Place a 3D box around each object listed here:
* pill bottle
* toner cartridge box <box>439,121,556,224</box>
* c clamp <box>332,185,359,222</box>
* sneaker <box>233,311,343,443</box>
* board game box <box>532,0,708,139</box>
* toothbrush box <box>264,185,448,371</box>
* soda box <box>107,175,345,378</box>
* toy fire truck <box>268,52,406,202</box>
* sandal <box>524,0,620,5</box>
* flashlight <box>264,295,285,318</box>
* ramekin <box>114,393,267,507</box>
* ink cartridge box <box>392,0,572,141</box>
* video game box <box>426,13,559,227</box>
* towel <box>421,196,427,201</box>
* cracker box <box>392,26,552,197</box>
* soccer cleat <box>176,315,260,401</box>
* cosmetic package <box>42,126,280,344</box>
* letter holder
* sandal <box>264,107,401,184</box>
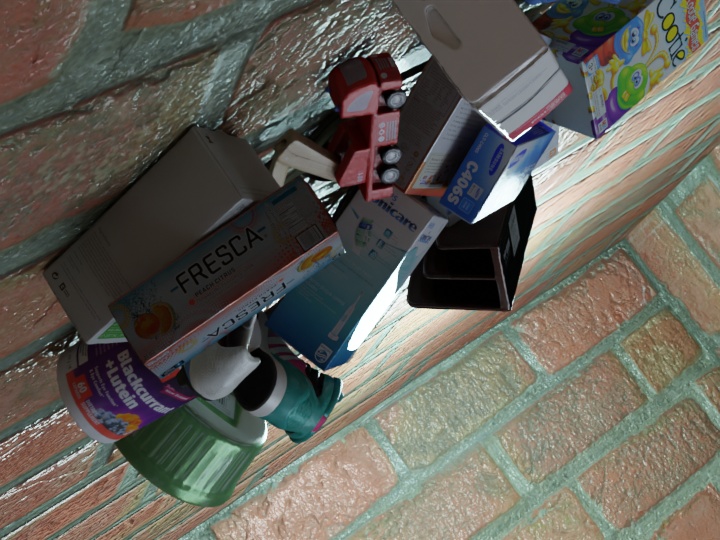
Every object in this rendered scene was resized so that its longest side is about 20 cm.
[{"bbox_3d":[-0.206,0.089,1.374,0.199,0.112,0.111,-29,171,15],"label":"pill bottle"},{"bbox_3d":[0.150,-0.113,1.416,0.096,0.043,0.200,-61,168,19],"label":"toner cartridge box"},{"bbox_3d":[0.000,-0.092,1.474,0.172,0.027,0.200,-63,-178,-13],"label":"c clamp"},{"bbox_3d":[-0.079,0.114,1.415,0.084,0.120,0.200,-48,-152,10],"label":"sneaker"},{"bbox_3d":[0.277,-0.253,1.453,0.200,0.103,0.106,-41,133,-22],"label":"board game box"},{"bbox_3d":[0.000,0.000,1.420,0.201,0.085,0.146,-54,172,7],"label":"toothbrush box"},{"bbox_3d":[-0.111,0.006,1.129,0.199,0.064,0.068,-34,164,-5],"label":"soda box"},{"bbox_3d":[-0.034,-0.108,1.259,0.139,0.049,0.201,-12,136,-15],"label":"toy fire truck"},{"bbox_3d":[0.240,-0.306,1.337,0.199,0.088,0.080,-28,167,-33],"label":"sandal"},{"bbox_3d":[-0.096,0.052,1.538,0.200,0.068,0.068,-40,165,-16],"label":"flashlight"},{"bbox_3d":[-0.208,0.182,1.625,0.098,0.200,0.200,-48,166,15],"label":"ramekin"},{"bbox_3d":[0.106,-0.205,1.168,0.085,0.146,0.200,-38,169,12],"label":"ink cartridge box"},{"bbox_3d":[0.153,-0.170,1.528,0.181,0.047,0.201,-36,145,-21],"label":"video game box"},{"bbox_3d":[0.029,-0.036,1.649,0.166,0.085,0.200,-54,178,-33],"label":"towel"},{"bbox_3d":[0.103,-0.174,1.357,0.201,0.058,0.134,-58,158,15],"label":"cracker box"},{"bbox_3d":[-0.135,0.030,1.255,0.086,0.202,0.070,-33,138,22],"label":"soccer cleat"},{"bbox_3d":[-0.171,-0.029,1.177,0.200,0.085,0.107,-40,165,18],"label":"cosmetic package"},{"bbox_3d":[0.129,-0.054,1.638,0.201,0.140,0.101,-68,151,-46],"label":"letter holder"},{"bbox_3d":[-0.031,-0.112,1.339,0.200,0.058,0.080,-36,169,-6],"label":"sandal"}]
